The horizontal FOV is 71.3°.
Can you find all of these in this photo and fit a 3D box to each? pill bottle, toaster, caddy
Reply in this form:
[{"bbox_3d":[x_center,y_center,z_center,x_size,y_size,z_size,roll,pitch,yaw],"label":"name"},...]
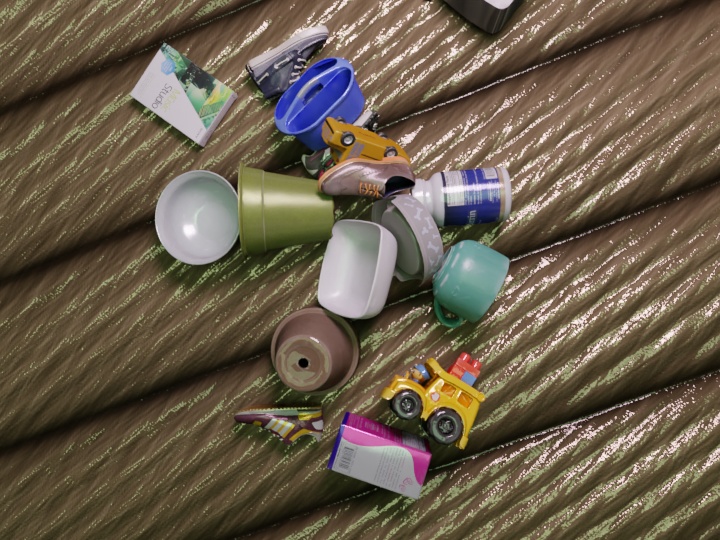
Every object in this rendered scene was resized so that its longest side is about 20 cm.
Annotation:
[{"bbox_3d":[0.207,-0.153,1.058,0.199,0.116,0.116,-4,90,5],"label":"pill bottle"},{"bbox_3d":[0.265,-0.621,1.047,0.181,0.119,0.200,39,93,4],"label":"toaster"},{"bbox_3d":[-0.090,-0.355,1.056,0.200,0.105,0.141,-44,57,3],"label":"caddy"}]

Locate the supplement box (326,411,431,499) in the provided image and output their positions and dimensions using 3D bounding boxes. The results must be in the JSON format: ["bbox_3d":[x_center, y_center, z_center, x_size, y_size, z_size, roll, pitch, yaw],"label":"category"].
[{"bbox_3d":[0.043,0.396,1.084,0.200,0.103,0.101,18,91,5],"label":"supplement box"}]

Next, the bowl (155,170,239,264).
[{"bbox_3d":[-0.338,-0.112,1.107,0.200,0.090,0.202,0,89,10],"label":"bowl"}]

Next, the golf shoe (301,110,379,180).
[{"bbox_3d":[-0.044,-0.284,1.097,0.088,0.077,0.200,44,92,11],"label":"golf shoe"}]

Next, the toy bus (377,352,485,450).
[{"bbox_3d":[0.163,0.253,1.067,0.200,0.136,0.192,30,80,6],"label":"toy bus"}]

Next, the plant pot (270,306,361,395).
[{"bbox_3d":[-0.103,0.181,1.056,0.200,0.175,0.201,0,92,3],"label":"plant pot"}]

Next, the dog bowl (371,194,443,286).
[{"bbox_3d":[0.097,-0.065,1.034,0.059,0.200,0.200,-24,89,-18],"label":"dog bowl"}]

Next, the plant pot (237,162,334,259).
[{"bbox_3d":[-0.154,-0.125,1.062,0.189,0.200,0.201,-1,91,-7],"label":"plant pot"}]

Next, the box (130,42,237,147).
[{"bbox_3d":[-0.401,-0.398,1.139,0.200,0.036,0.144,35,93,2],"label":"box"}]

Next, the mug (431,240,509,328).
[{"bbox_3d":[0.210,0.028,1.040,0.114,0.152,0.185,29,89,1],"label":"mug"}]

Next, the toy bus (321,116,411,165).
[{"bbox_3d":[0.010,-0.247,1.035,0.078,0.200,0.065,-56,42,32],"label":"toy bus"}]

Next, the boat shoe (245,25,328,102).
[{"bbox_3d":[-0.147,-0.451,1.108,0.200,0.075,0.093,-24,96,12],"label":"boat shoe"}]

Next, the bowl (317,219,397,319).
[{"bbox_3d":[0.000,0.000,1.056,0.075,0.200,0.201,14,90,-35],"label":"bowl"}]

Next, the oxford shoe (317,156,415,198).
[{"bbox_3d":[0.015,-0.179,1.003,0.199,0.071,0.073,-14,49,-12],"label":"oxford shoe"}]

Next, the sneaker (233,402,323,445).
[{"bbox_3d":[-0.182,0.345,1.113,0.199,0.075,0.090,-3,85,5],"label":"sneaker"}]
